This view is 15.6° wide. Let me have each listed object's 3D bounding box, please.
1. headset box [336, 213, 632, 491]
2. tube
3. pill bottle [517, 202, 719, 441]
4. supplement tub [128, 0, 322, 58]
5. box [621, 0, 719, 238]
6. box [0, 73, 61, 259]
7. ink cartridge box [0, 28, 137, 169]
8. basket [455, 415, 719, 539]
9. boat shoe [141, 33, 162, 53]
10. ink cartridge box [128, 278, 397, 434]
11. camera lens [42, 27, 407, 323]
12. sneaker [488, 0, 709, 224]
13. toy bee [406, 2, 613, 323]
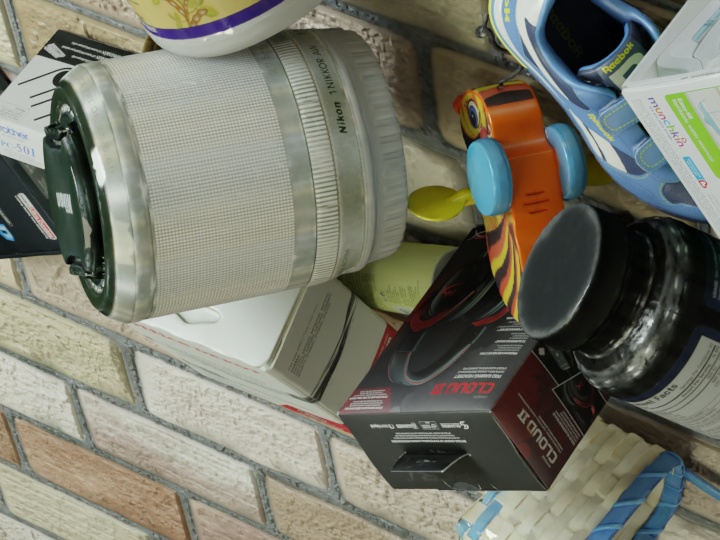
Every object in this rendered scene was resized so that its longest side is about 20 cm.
[{"bbox_3d":[0.090,0.061,1.688,0.148,0.200,0.075,-4,130,50],"label":"headset box"},{"bbox_3d":[0.000,0.000,1.856,0.199,0.052,0.059,6,106,48],"label":"tube"},{"bbox_3d":[0.198,0.035,1.563,0.199,0.113,0.112,23,156,-24],"label":"pill bottle"},{"bbox_3d":[-0.104,-0.242,1.540,0.145,0.146,0.201,4,136,43],"label":"supplement tub"},{"bbox_3d":[0.273,-0.062,1.434,0.176,0.097,0.200,-8,126,50],"label":"box"},{"bbox_3d":[-0.309,-0.097,2.045,0.158,0.046,0.200,-3,130,48],"label":"box"},{"bbox_3d":[-0.156,-0.101,1.834,0.199,0.094,0.044,18,146,29],"label":"ink cartridge box"},{"bbox_3d":[0.180,0.200,1.818,0.200,0.176,0.139,40,167,24],"label":"basket"},{"bbox_3d":[-0.122,-0.102,1.727,0.073,0.202,0.066,14,174,-17],"label":"boat shoe"},{"bbox_3d":[-0.073,0.035,1.824,0.143,0.084,0.200,20,172,23],"label":"ink cartridge box"},{"bbox_3d":[-0.087,-0.060,1.617,0.160,0.199,0.161,169,90,-74],"label":"camera lens"},{"bbox_3d":[0.157,-0.100,1.507,0.200,0.074,0.082,42,174,-9],"label":"sneaker"},{"bbox_3d":[0.098,-0.074,1.616,0.130,0.202,0.109,10,-172,-20],"label":"toy bee"}]
